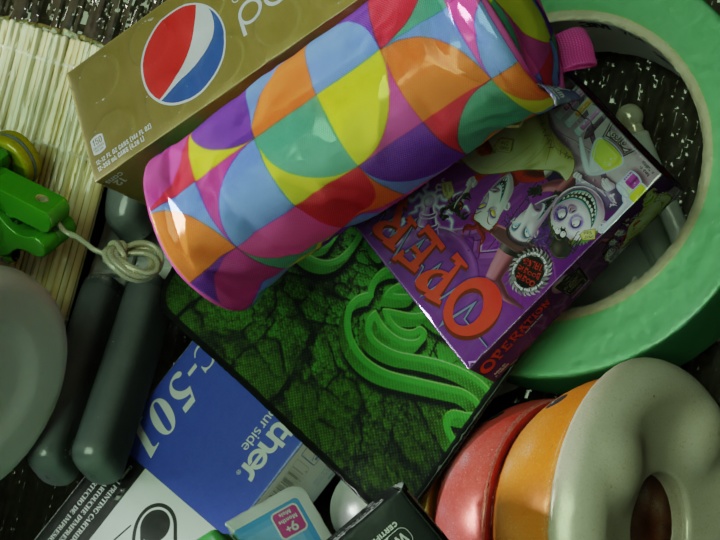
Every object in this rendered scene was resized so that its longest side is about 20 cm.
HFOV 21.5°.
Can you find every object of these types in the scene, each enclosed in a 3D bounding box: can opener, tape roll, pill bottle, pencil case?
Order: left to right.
[{"bbox_3d":[-0.250,0.021,0.914,0.200,0.120,0.120,25,91,31],"label":"pill bottle"},{"bbox_3d":[-0.127,0.014,0.963,0.052,0.067,0.201,-5,56,25],"label":"can opener"},{"bbox_3d":[0.000,-0.061,0.823,0.200,0.088,0.089,-30,70,23],"label":"pencil case"},{"bbox_3d":[0.099,-0.044,0.887,0.200,0.048,0.201,-7,75,24],"label":"tape roll"}]

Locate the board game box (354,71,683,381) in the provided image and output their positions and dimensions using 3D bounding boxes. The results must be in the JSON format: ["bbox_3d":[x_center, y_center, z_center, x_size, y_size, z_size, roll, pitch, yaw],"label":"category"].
[{"bbox_3d":[0.042,-0.060,0.863,0.120,0.032,0.200,-49,54,15],"label":"board game box"}]

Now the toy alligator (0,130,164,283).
[{"bbox_3d":[-0.184,-0.031,0.948,0.200,0.059,0.054,31,136,15],"label":"toy alligator"}]

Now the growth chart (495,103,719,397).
[{"bbox_3d":[0.069,-0.003,0.930,0.199,0.018,0.145,-21,72,20],"label":"growth chart"}]

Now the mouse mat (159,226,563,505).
[{"bbox_3d":[0.000,0.000,0.889,0.200,0.008,0.161,38,97,36],"label":"mouse mat"}]

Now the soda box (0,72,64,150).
[{"bbox_3d":[-0.221,-0.017,1.035,0.063,0.070,0.200,38,97,23],"label":"soda box"}]

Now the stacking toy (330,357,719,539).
[{"bbox_3d":[0.062,0.114,0.867,0.199,0.146,0.147,-3,79,39],"label":"stacking toy"}]

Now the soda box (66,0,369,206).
[{"bbox_3d":[-0.038,-0.108,0.876,0.200,0.064,0.068,-32,59,21],"label":"soda box"}]

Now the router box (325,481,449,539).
[{"bbox_3d":[-0.012,0.207,0.766,0.200,0.062,0.150,-40,88,-4],"label":"router box"}]

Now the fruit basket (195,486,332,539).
[{"bbox_3d":[-0.056,0.222,0.827,0.185,0.094,0.200,-30,70,-3],"label":"fruit basket"}]

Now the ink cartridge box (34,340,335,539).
[{"bbox_3d":[-0.091,0.122,0.936,0.094,0.044,0.200,33,82,35],"label":"ink cartridge box"}]

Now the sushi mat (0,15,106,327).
[{"bbox_3d":[-0.183,-0.030,0.980,0.095,0.012,0.201,15,91,15],"label":"sushi mat"}]
